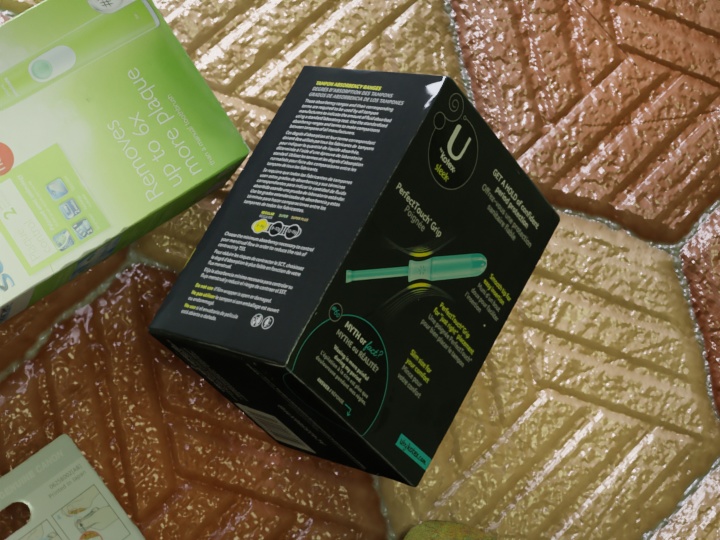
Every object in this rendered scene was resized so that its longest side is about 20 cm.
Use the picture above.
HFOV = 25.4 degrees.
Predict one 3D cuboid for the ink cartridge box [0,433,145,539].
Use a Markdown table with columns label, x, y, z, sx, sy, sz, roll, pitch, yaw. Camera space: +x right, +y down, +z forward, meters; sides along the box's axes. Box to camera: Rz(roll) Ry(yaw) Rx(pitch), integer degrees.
| label | x | y | z | sx | sy | sz | roll | pitch | yaw |
| --- | --- | --- | --- | --- | --- | --- | --- | --- | --- |
| ink cartridge box | -0.175 | 0.222 | 0.925 | 0.162 | 0.057 | 0.200 | -36 | 83 | -36 |

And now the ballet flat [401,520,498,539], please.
| label | x | y | z | sx | sy | sz | roll | pitch | yaw |
| --- | --- | --- | --- | --- | --- | --- | --- | --- | --- |
| ballet flat | 0.113 | 0.227 | 1.018 | 0.200 | 0.071 | 0.071 | 43 | 71 | -5 |

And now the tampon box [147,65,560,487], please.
| label | x | y | z | sx | sy | sz | roll | pitch | yaw |
| --- | --- | --- | --- | --- | --- | --- | --- | --- | --- |
| tampon box | 0.000 | 0.000 | 0.967 | 0.150 | 0.126 | 0.200 | 47 | 65 | -40 |

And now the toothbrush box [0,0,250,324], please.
| label | x | y | z | sx | sy | sz | roll | pitch | yaw |
| --- | --- | --- | --- | --- | --- | --- | --- | --- | --- |
| toothbrush box | -0.192 | -0.073 | 0.976 | 0.200 | 0.086 | 0.146 | -33 | 90 | -18 |
